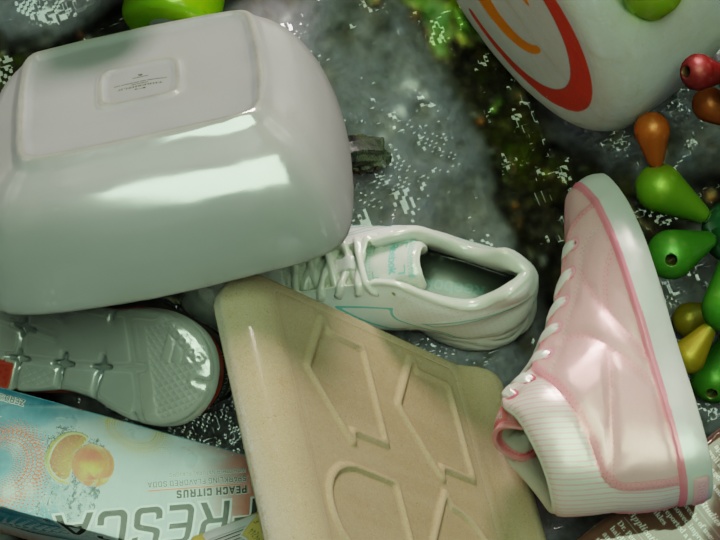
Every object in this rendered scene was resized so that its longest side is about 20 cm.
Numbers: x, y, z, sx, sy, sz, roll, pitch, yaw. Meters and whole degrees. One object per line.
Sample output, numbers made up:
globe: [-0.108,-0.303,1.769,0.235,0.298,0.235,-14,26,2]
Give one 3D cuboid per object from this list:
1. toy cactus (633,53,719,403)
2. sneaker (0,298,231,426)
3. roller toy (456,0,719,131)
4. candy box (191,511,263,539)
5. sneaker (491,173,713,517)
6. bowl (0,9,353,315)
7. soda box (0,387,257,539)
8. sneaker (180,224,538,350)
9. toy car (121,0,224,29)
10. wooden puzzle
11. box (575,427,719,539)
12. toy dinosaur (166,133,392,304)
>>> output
toy cactus: [0.223,-0.029,1.567,0.165,0.102,0.201,-17,107,-39]
sneaker: [-0.150,0.034,1.548,0.199,0.082,0.077,24,99,23]
roller toy: [0.132,-0.184,1.574,0.140,0.183,0.200,-37,56,-13]
candy box: [-0.049,0.223,1.400,0.056,0.200,0.117,-23,116,20]
sneaker: [0.111,0.041,1.519,0.104,0.075,0.201,-13,58,-1]
bowl: [-0.109,-0.067,1.506,0.199,0.075,0.200,-12,30,3]
soda box: [-0.110,0.121,1.516,0.199,0.068,0.064,15,72,-2]
sneaker: [0.000,0.000,1.560,0.199,0.080,0.071,1,75,-3]
toy car: [-0.171,-0.225,1.606,0.199,0.158,0.165,1,66,25]
wooden puzzle: [0.010,0.109,1.482,0.200,0.046,0.186,21,43,-41]
box: [0.207,0.135,1.542,0.200,0.075,0.100,-36,79,-12]
toy dinosaur: [-0.067,-0.040,1.556,0.088,0.048,0.200,10,32,38]
